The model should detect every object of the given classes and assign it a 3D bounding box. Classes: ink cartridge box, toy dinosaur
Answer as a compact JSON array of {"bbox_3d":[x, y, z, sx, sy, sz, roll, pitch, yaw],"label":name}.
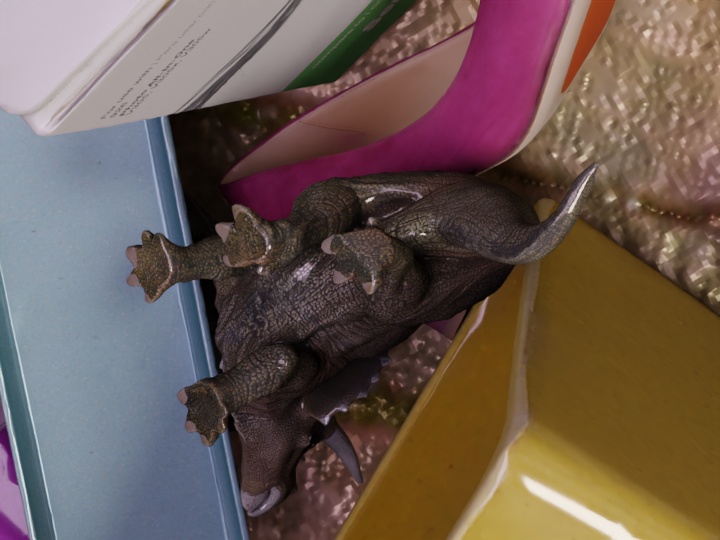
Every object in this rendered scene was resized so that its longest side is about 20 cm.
[{"bbox_3d":[-0.067,-0.126,0.801,0.084,0.200,0.146,-43,82,22],"label":"ink cartridge box"},{"bbox_3d":[0.000,0.000,0.798,0.200,0.102,0.077,-42,73,36],"label":"toy dinosaur"}]

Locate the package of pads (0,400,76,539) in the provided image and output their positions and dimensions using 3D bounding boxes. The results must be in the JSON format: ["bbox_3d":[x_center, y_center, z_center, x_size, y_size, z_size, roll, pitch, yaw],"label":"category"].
[{"bbox_3d":[-0.151,0.134,0.952,0.200,0.076,0.121,-38,86,24],"label":"package of pads"}]

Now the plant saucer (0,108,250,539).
[{"bbox_3d":[-0.082,0.022,0.858,0.070,0.019,0.200,-11,100,-3],"label":"plant saucer"}]

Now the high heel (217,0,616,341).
[{"bbox_3d":[0.016,-0.065,0.823,0.096,0.067,0.200,28,129,8],"label":"high heel"}]

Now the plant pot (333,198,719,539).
[{"bbox_3d":[0.089,0.132,0.789,0.200,0.196,0.194,28,111,-4],"label":"plant pot"}]

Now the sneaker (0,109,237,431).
[{"bbox_3d":[-0.092,-0.031,0.887,0.200,0.066,0.091,46,146,11],"label":"sneaker"}]
